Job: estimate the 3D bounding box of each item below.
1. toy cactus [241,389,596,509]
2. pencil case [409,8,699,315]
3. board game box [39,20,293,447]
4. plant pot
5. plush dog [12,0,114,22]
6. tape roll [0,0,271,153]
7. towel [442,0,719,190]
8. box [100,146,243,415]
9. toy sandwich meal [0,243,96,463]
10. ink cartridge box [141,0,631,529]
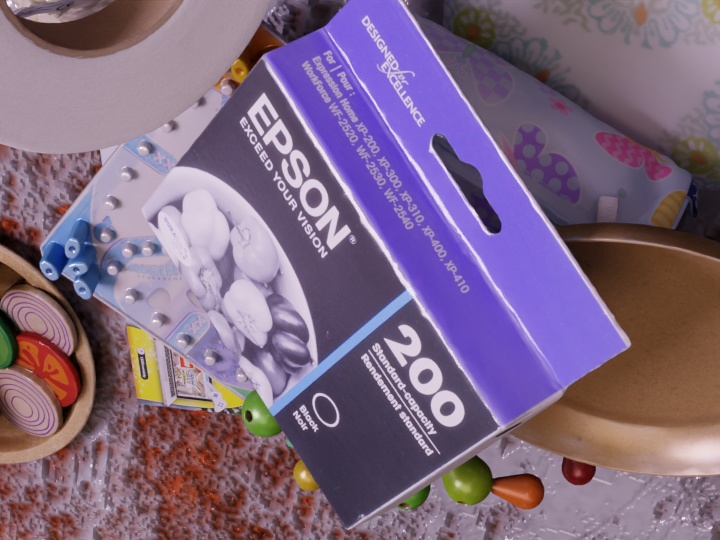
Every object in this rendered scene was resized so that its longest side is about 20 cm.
[{"bbox_3d":[0.038,0.048,0.817,0.198,0.102,0.167,6,106,-1],"label":"toy cactus"},{"bbox_3d":[0.063,-0.057,0.740,0.199,0.091,0.083,32,126,0],"label":"pencil case"},{"bbox_3d":[-0.050,-0.013,0.842,0.199,0.026,0.200,36,117,-15],"label":"board game box"},{"bbox_3d":[0.131,0.037,0.716,0.198,0.028,0.201,12,147,8],"label":"plant pot"},{"bbox_3d":[-0.145,-0.223,0.738,0.199,0.160,0.173,-22,89,28],"label":"plush dog"},{"bbox_3d":[-0.119,-0.149,0.650,0.037,0.202,0.204,38,136,42],"label":"tape roll"},{"bbox_3d":[0.127,-0.140,0.750,0.170,0.048,0.202,12,123,14],"label":"towel"},{"bbox_3d":[-0.076,-0.004,0.899,0.135,0.038,0.202,5,122,13],"label":"box"},{"bbox_3d":[-0.272,0.062,0.982,0.203,0.070,0.207,8,122,13],"label":"toy sandwich meal"},{"bbox_3d":[0.000,0.000,0.694,0.199,0.043,0.200,56,138,8],"label":"ink cartridge box"}]
